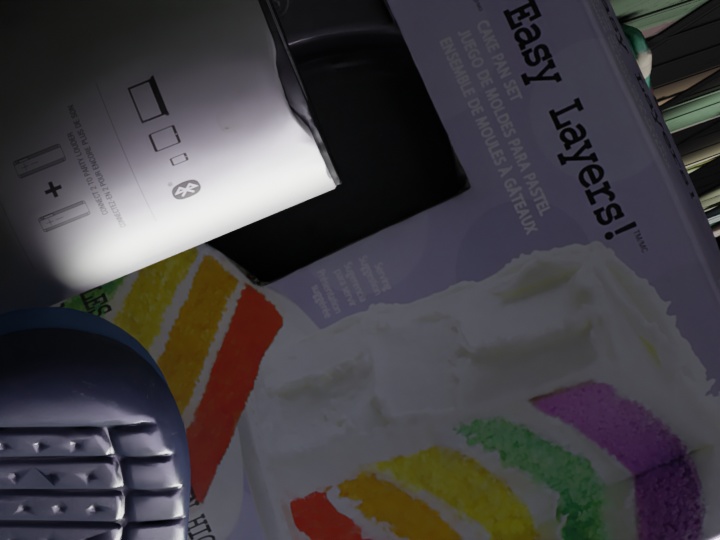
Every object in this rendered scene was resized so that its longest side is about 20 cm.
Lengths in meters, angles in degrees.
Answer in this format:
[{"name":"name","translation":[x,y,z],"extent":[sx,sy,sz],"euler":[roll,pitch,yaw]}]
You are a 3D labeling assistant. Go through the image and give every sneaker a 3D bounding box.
[{"name":"sneaker","translation":[-0.079,0.052,0.655],"extent":[0.074,0.083,0.200],"euler":[6,151,-5]}]

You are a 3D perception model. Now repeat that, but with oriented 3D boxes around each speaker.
[{"name":"speaker","translation":[-0.110,-0.019,0.655],"extent":[0.199,0.082,0.081],"euler":[-23,175,2]}]

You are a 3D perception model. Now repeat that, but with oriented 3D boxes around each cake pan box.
[{"name":"cake pan box","translation":[0.006,0.007,0.756],"extent":[0.183,0.201,0.052],"euler":[-23,180,9]}]

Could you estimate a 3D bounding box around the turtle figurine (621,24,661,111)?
[{"name":"turtle figurine","translation":[0.079,-0.041,1.209],"extent":[0.149,0.101,0.200],"euler":[-24,-179,17]}]
